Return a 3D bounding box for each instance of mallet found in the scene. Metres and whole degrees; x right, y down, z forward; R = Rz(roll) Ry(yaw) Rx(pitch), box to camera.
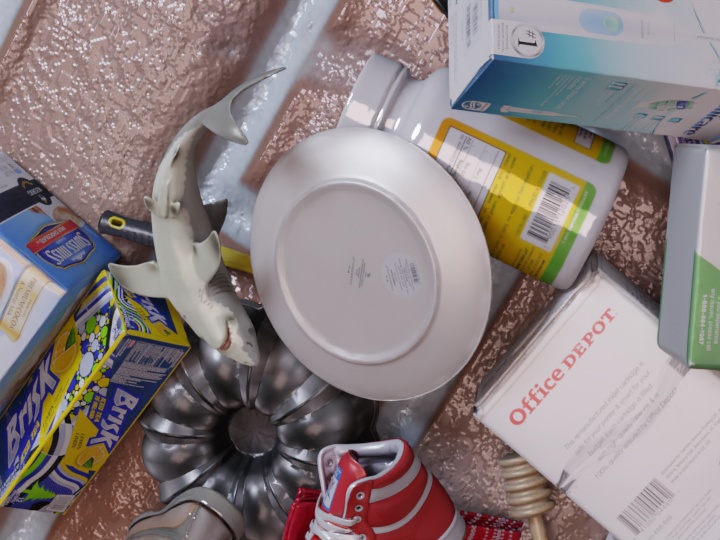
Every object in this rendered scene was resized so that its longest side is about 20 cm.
[{"bbox_3d":[-0.115,-0.003,1.109,0.197,0.041,0.067,9,71,11],"label":"mallet"}]

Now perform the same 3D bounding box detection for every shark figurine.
[{"bbox_3d":[-0.113,-0.050,1.043,0.127,0.089,0.217,17,120,25],"label":"shark figurine"}]

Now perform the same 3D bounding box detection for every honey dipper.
[{"bbox_3d":[0.146,0.241,1.105,0.037,0.038,0.203,-13,88,12],"label":"honey dipper"}]

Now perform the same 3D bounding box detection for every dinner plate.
[{"bbox_3d":[0.000,0.000,1.014,0.198,0.024,0.203,10,111,26],"label":"dinner plate"}]

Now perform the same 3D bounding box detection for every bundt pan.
[{"bbox_3d":[-0.085,0.129,1.120,0.198,0.076,0.205,2,102,8],"label":"bundt pan"}]

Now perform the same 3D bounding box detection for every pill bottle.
[{"bbox_3d":[0.083,-0.077,1.031,0.198,0.111,0.112,26,105,4],"label":"pill bottle"}]

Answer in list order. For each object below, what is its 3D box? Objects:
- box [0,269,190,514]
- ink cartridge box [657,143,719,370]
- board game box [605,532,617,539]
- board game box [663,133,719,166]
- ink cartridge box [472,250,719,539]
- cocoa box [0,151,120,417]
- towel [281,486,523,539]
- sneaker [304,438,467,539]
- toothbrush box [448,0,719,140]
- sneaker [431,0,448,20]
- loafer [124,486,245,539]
[{"bbox_3d":[-0.215,0.098,1.111,0.064,0.070,0.201,17,123,-40],"label":"box"},{"bbox_3d":[0.311,-0.007,0.967,0.197,0.088,0.148,3,96,-3],"label":"ink cartridge box"},{"bbox_3d":[0.220,0.322,1.129,0.133,0.034,0.202,23,104,4],"label":"board game box"},{"bbox_3d":[0.306,-0.045,1.038,0.133,0.034,0.203,-16,98,12],"label":"board game box"},{"bbox_3d":[0.202,0.107,1.063,0.199,0.085,0.146,40,104,-2],"label":"ink cartridge box"},{"bbox_3d":[-0.306,0.034,1.106,0.131,0.133,0.201,39,105,-1],"label":"cocoa box"},{"bbox_3d":[0.023,0.249,1.111,0.197,0.022,0.147,11,103,-19],"label":"towel"},{"bbox_3d":[-0.026,0.203,1.032,0.199,0.071,0.113,-37,117,-12],"label":"sneaker"},{"bbox_3d":[0.162,-0.178,0.949,0.197,0.085,0.149,6,73,-16],"label":"toothbrush box"},{"bbox_3d":[0.118,-0.180,1.022,0.199,0.077,0.079,39,107,1],"label":"sneaker"},{"bbox_3d":[-0.153,0.226,1.105,0.072,0.063,0.200,39,143,-4],"label":"loafer"}]
